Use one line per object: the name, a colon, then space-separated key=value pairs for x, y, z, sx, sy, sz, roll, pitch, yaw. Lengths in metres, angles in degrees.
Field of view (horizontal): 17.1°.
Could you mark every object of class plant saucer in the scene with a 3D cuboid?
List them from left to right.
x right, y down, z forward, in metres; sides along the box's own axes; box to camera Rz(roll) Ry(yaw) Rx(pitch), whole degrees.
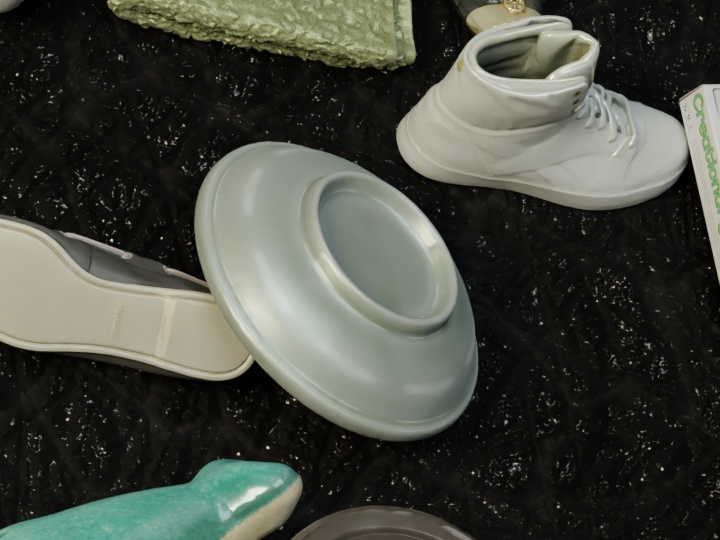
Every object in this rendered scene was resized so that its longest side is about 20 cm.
plant saucer: x=0.000 y=0.000 z=1.354 sx=0.200 sy=0.050 sz=0.200 roll=28 pitch=40 yaw=-26

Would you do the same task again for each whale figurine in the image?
whale figurine: x=-0.124 y=0.148 z=1.188 sx=0.200 sy=0.159 sz=0.104 roll=-41 pitch=104 yaw=-20

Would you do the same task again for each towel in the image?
towel: x=-0.060 y=-0.197 z=1.490 sx=0.200 sy=0.036 sz=0.149 roll=9 pitch=60 yaw=-19

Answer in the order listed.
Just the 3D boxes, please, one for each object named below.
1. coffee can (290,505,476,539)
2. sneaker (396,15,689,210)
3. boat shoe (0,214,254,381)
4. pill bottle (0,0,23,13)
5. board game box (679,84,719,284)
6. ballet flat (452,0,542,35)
coffee can: x=-0.016 y=0.220 z=1.168 sx=0.146 sy=0.200 sz=0.147 roll=11 pitch=58 yaw=-18
sneaker: x=0.135 y=-0.098 z=1.469 sx=0.200 sy=0.116 sz=0.074 roll=1 pitch=59 yaw=-26
boat shoe: x=-0.152 y=0.016 z=1.325 sx=0.200 sy=0.057 sz=0.067 roll=17 pitch=92 yaw=-9
pill bottle: x=-0.180 y=-0.253 z=1.403 sx=0.116 sy=0.116 sz=0.200 roll=41 pitch=65 yaw=3
board game box: x=0.281 y=-0.022 z=1.516 sx=0.126 sy=0.035 sz=0.200 roll=-4 pitch=75 yaw=-25
ballet flat: x=0.086 y=-0.229 z=1.557 sx=0.066 sy=0.057 sz=0.200 roll=7 pitch=60 yaw=-23
